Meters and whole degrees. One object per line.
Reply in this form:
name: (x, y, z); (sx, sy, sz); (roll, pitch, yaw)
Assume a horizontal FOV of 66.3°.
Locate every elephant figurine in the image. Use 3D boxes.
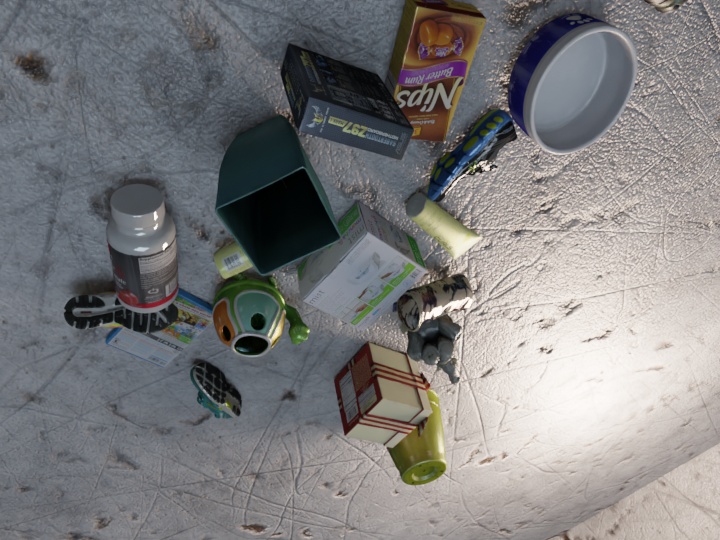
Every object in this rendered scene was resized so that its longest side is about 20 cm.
elephant figurine: (0.172, 0.166, 1.278); (0.137, 0.161, 0.200); (12, 169, 19)

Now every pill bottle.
pill bottle: (-0.365, -0.037, 0.927); (0.107, 0.113, 0.204); (-1, 133, -15)

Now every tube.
tube: (-0.172, -0.049, 1.013); (0.195, 0.053, 0.058); (-25, 177, 2)
tube: (0.165, -0.084, 1.090); (0.057, 0.054, 0.198); (6, 161, 45)

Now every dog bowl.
dog bowl: (0.342, -0.301, 0.897); (0.193, 0.080, 0.205); (-13, 131, -15)

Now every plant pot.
plant pot: (0.147, 0.458, 1.489); (0.193, 0.196, 0.205); (-8, 135, -8)
plant pot: (-0.129, -0.133, 0.844); (0.137, 0.204, 0.143); (-22, 135, 7)

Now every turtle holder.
turtle holder: (-0.206, 0.105, 1.094); (0.139, 0.134, 0.185); (-35, 132, 17)

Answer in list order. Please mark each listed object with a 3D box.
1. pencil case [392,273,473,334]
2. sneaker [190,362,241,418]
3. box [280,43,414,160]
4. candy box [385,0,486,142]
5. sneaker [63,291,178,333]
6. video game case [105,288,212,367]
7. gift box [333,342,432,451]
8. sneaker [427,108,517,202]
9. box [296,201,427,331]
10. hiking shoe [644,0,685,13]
pencil case: (0.157, 0.066, 1.154); (0.196, 0.078, 0.091); (-16, 147, -42)
sneaker: (-0.344, 0.289, 1.271); (0.077, 0.079, 0.203); (-12, 136, 8)
box: (-0.025, -0.240, 0.774); (0.153, 0.203, 0.052); (11, 125, -25)
candy box: (0.104, -0.306, 0.855); (0.112, 0.058, 0.204); (0, 134, -18)
sneaker: (-0.438, 0.070, 1.032); (0.192, 0.090, 0.081); (5, 90, -9)
video game case: (-0.403, 0.114, 1.125); (0.199, 0.018, 0.142); (-40, 130, 21)
gift box: (0.058, 0.321, 1.336); (0.183, 0.205, 0.185); (20, 130, -33)
sneaker: (0.198, -0.190, 0.980); (0.082, 0.072, 0.199); (34, 113, -31)
box: (0.000, 0.000, 1.082); (0.174, 0.098, 0.200); (27, 120, -35)
hiking shoe: (0.475, -0.480, 0.788); (0.097, 0.077, 0.203); (4, 132, -24)
